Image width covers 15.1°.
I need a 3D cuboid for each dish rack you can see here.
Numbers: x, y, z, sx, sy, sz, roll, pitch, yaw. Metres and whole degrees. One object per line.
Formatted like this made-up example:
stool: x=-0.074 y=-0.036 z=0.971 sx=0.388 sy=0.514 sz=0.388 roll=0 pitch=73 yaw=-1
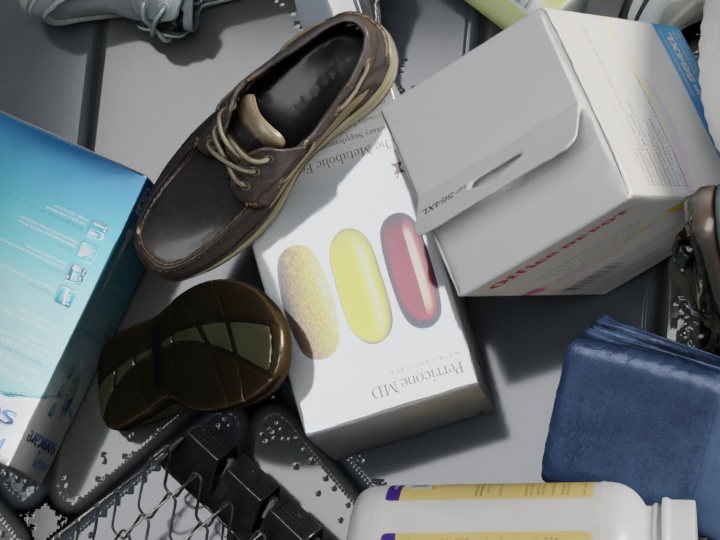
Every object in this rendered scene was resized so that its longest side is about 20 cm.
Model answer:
dish rack: x=-0.109 y=0.189 z=1.604 sx=0.153 sy=0.055 sz=0.200 roll=41 pitch=53 yaw=15

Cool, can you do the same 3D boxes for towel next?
towel: x=0.212 y=0.107 z=1.616 sx=0.199 sy=0.049 sz=0.112 roll=18 pitch=111 yaw=11

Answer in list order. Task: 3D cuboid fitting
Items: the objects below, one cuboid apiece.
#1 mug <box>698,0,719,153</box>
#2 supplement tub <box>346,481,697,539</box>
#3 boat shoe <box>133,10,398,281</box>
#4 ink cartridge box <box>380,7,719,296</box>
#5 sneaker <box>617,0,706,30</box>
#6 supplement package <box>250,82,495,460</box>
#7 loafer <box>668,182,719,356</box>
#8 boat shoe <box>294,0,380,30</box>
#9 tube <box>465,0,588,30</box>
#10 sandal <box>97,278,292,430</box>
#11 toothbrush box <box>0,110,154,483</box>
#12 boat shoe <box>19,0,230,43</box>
mug: x=0.267 y=-0.102 z=1.572 sx=0.147 sy=0.200 sz=0.176 roll=8 pitch=42 yaw=10
supplement tub: x=0.097 y=0.196 z=1.576 sx=0.199 sy=0.145 sz=0.146 roll=-1 pitch=78 yaw=8
boat shoe: x=-0.063 y=-0.080 z=1.581 sx=0.074 sy=0.073 sz=0.200 roll=41 pitch=87 yaw=15
ink cartridge box: x=0.119 y=-0.067 z=1.583 sx=0.128 sy=0.200 sz=0.126 roll=-31 pitch=73 yaw=28
sneaker: x=0.258 y=-0.187 z=1.669 sx=0.200 sy=0.076 sz=0.115 roll=-44 pitch=74 yaw=-5
supplement package: x=0.000 y=0.000 z=1.649 sx=0.113 sy=0.110 sz=0.201 roll=-18 pitch=76 yaw=5
loafer: x=0.207 y=0.011 z=1.573 sx=0.063 sy=0.200 sz=0.072 roll=-5 pitch=65 yaw=19
boat shoe: x=-0.008 y=-0.196 z=1.686 sx=0.068 sy=0.072 sz=0.201 roll=-22 pitch=108 yaw=-17
tube: x=0.055 y=-0.214 z=1.721 sx=0.200 sy=0.058 sz=0.052 roll=39 pitch=107 yaw=15
sandal: x=-0.094 y=0.058 z=1.636 sx=0.054 sy=0.200 sz=0.082 roll=8 pitch=70 yaw=-33
toothbrush box: x=-0.228 y=0.011 z=1.693 sx=0.146 sy=0.085 sz=0.200 roll=23 pitch=81 yaw=13
boat shoe: x=-0.119 y=-0.187 z=1.727 sx=0.200 sy=0.070 sz=0.072 roll=-18 pitch=73 yaw=2
